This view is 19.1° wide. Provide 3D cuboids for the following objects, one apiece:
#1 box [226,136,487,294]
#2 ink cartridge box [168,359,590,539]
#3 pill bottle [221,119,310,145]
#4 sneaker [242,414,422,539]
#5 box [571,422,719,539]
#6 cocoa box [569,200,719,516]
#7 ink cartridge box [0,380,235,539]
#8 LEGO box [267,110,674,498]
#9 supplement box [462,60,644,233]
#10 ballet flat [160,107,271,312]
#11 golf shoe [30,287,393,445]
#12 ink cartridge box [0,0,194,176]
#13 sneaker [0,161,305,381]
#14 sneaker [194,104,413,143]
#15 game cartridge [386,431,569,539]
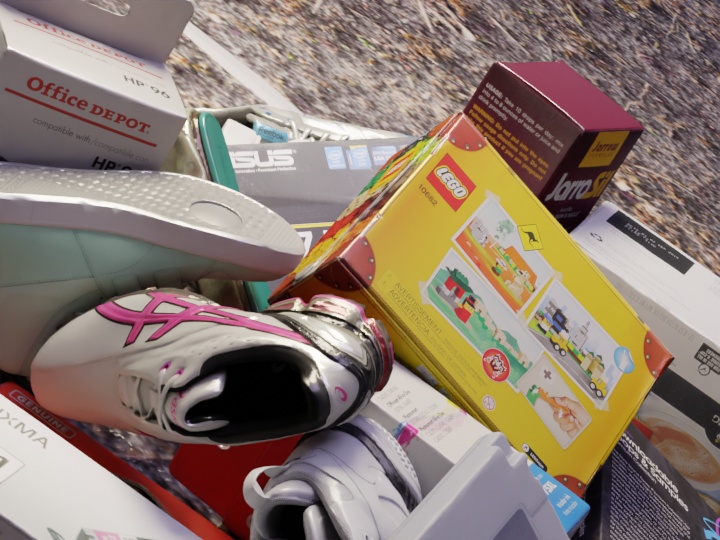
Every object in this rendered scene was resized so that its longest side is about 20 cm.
[{"bbox_3d":[0.000,0.000,1.319,0.199,0.049,0.162,-3,65,-22],"label":"box"},{"bbox_3d":[0.008,0.119,1.153,0.200,0.117,0.067,37,23,12],"label":"ink cartridge box"},{"bbox_3d":[-0.020,-0.014,1.410,0.199,0.113,0.113,28,22,-6],"label":"pill bottle"},{"bbox_3d":[0.011,0.170,1.055,0.201,0.075,0.115,59,25,7],"label":"sneaker"},{"bbox_3d":[0.176,0.179,1.273,0.143,0.036,0.200,47,26,-17],"label":"box"},{"bbox_3d":[0.207,0.069,1.508,0.199,0.132,0.133,36,22,10],"label":"cocoa box"},{"bbox_3d":[-0.130,0.121,1.068,0.199,0.044,0.174,35,23,7],"label":"ink cartridge box"},{"bbox_3d":[0.067,0.034,1.235,0.200,0.077,0.149,48,49,-9],"label":"LEGO box"},{"bbox_3d":[0.098,-0.044,1.512,0.086,0.201,0.110,41,23,22],"label":"supplement box"},{"bbox_3d":[-0.086,0.002,1.234,0.067,0.062,0.201,43,26,-66],"label":"ballet flat"},{"bbox_3d":[-0.088,0.051,1.088,0.199,0.073,0.092,-5,14,22],"label":"golf shoe"},{"bbox_3d":[-0.177,-0.072,1.201,0.115,0.201,0.068,19,24,-28],"label":"ink cartridge box"},{"bbox_3d":[-0.135,0.010,1.178,0.199,0.119,0.074,7,24,-10],"label":"sneaker"},{"bbox_3d":[-0.040,-0.076,1.475,0.199,0.076,0.087,7,-14,23],"label":"sneaker"},{"bbox_3d":[0.077,0.196,1.034,0.133,0.041,0.201,-42,108,-54],"label":"game cartridge"}]
